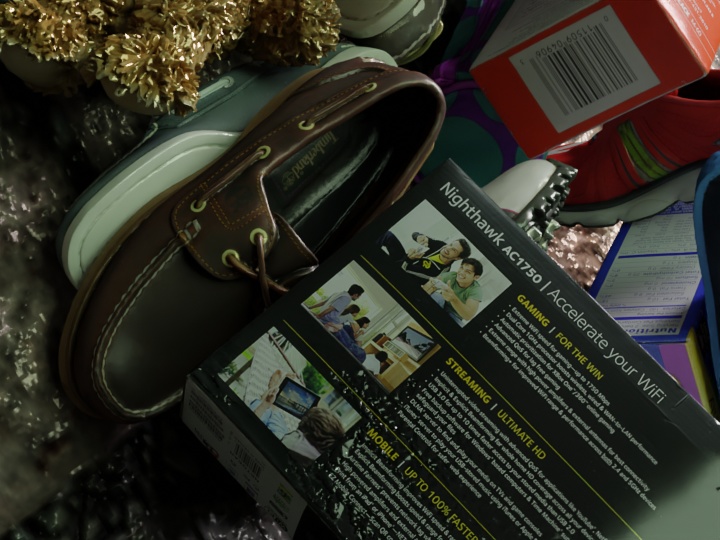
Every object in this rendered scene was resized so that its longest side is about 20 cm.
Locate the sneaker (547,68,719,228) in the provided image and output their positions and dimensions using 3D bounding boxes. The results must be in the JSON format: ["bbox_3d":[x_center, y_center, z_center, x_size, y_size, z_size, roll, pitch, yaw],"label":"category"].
[{"bbox_3d":[0.168,-0.084,0.956,0.085,0.198,0.077,63,34,-20],"label":"sneaker"}]

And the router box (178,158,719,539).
[{"bbox_3d":[0.049,0.075,0.661,0.149,0.051,0.200,-39,77,-23],"label":"router box"}]

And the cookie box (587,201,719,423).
[{"bbox_3d":[0.194,0.058,0.964,0.200,0.075,0.172,-55,132,-50],"label":"cookie box"}]

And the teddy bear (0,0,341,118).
[{"bbox_3d":[-0.084,-0.127,0.760,0.199,0.144,0.067,-28,132,-44],"label":"teddy bear"}]

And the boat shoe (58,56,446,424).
[{"bbox_3d":[-0.043,-0.016,0.703,0.200,0.070,0.071,-51,123,-19],"label":"boat shoe"}]

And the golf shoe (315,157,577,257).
[{"bbox_3d":[0.015,0.000,0.762,0.200,0.077,0.088,-39,73,-21],"label":"golf shoe"}]

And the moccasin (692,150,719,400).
[{"bbox_3d":[0.215,0.034,0.851,0.081,0.068,0.201,-65,143,-47],"label":"moccasin"}]

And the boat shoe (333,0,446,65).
[{"bbox_3d":[0.017,-0.144,0.884,0.060,0.072,0.200,54,7,-22],"label":"boat shoe"}]

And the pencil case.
[{"bbox_3d":[0.084,-0.124,0.983,0.093,0.084,0.201,61,32,-28],"label":"pencil case"}]

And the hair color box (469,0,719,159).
[{"bbox_3d":[0.144,-0.149,0.906,0.064,0.110,0.200,52,37,-17],"label":"hair color box"}]

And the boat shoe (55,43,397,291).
[{"bbox_3d":[-0.066,-0.048,0.768,0.199,0.061,0.073,-36,129,-34],"label":"boat shoe"}]
